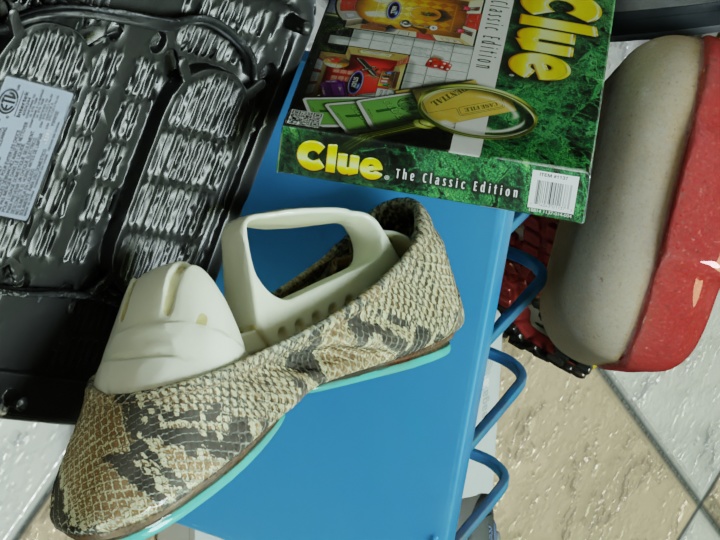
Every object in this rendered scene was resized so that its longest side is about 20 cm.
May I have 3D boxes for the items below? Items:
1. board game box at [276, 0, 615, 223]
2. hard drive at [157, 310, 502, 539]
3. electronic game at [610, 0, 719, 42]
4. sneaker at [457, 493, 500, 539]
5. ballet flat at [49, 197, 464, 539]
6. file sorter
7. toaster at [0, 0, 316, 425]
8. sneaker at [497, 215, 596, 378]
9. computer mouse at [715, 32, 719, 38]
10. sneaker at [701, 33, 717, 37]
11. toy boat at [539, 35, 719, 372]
[{"bbox_3d":[0.037,-0.080,0.945,0.200,0.104,0.024,-75,176,-60],"label":"board game box"},{"bbox_3d":[-0.012,0.107,1.196,0.200,0.026,0.132,-29,132,-39],"label":"hard drive"},{"bbox_3d":[0.145,-0.121,1.108,0.200,0.199,0.042,-21,108,-45],"label":"electronic game"},{"bbox_3d":[0.017,0.141,1.161,0.200,0.087,0.075,87,-2,-70],"label":"sneaker"},{"bbox_3d":[-0.038,0.021,0.877,0.200,0.068,0.076,-28,111,-47],"label":"ballet flat"},{"bbox_3d":[0.000,0.000,1.033,0.123,0.138,0.201,-43,146,-60],"label":"file sorter"},{"bbox_3d":[-0.121,-0.056,0.866,0.181,0.118,0.201,10,104,-55],"label":"toaster"},{"bbox_3d":[0.083,-0.035,1.196,0.082,0.078,0.200,-55,154,-19],"label":"sneaker"},{"bbox_3d":[0.193,-0.101,1.204,0.200,0.046,0.140,-52,147,6],"label":"computer mouse"},{"bbox_3d":[0.195,-0.174,1.260,0.080,0.070,0.201,14,98,-39],"label":"sneaker"},{"bbox_3d":[0.147,-0.015,1.056,0.200,0.130,0.131,104,1,-88],"label":"toy boat"}]
